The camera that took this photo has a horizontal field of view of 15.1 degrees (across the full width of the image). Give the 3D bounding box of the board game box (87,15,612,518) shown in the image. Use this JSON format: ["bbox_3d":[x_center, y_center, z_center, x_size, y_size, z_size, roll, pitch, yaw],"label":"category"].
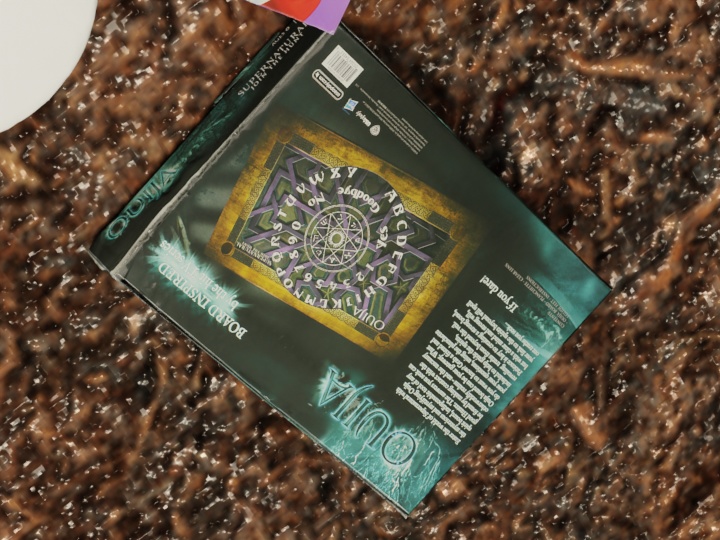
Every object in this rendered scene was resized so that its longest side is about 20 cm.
[{"bbox_3d":[0.000,0.000,1.116,0.135,0.028,0.200,-47,127,0],"label":"board game box"}]

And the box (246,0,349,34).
[{"bbox_3d":[-0.029,-0.200,0.994,0.137,0.039,0.200,19,104,-34],"label":"box"}]

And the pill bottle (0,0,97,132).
[{"bbox_3d":[-0.159,-0.117,0.863,0.114,0.200,0.114,-13,120,-23],"label":"pill bottle"}]
